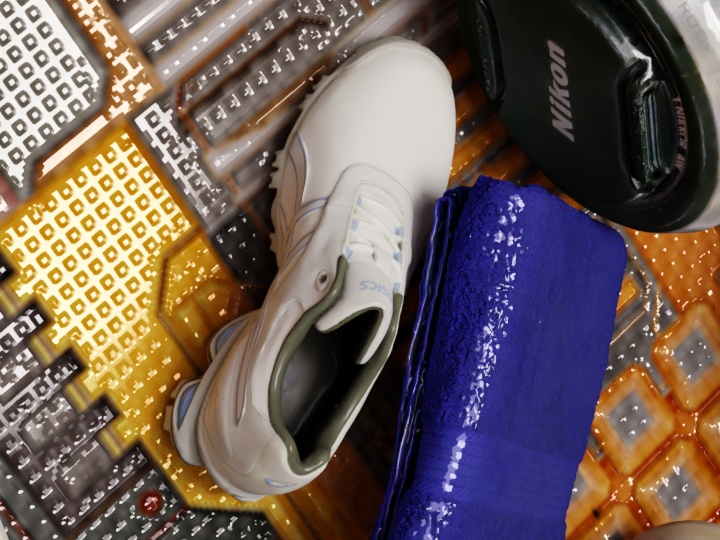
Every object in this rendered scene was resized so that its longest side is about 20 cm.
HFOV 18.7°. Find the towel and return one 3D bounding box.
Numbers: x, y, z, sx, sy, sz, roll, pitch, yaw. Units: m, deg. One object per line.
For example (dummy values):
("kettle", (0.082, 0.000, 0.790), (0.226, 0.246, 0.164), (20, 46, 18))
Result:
("towel", (0.052, 0.068, 0.903), (0.147, 0.049, 0.202), (23, 81, -65))

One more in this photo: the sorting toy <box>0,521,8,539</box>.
("sorting toy", (-0.196, 0.134, 0.779), (0.198, 0.107, 0.182), (-6, 89, -27))

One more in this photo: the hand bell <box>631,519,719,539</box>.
("hand bell", (0.083, 0.139, 0.874), (0.199, 0.104, 0.105), (20, 83, -51))

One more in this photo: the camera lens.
("camera lens", (0.150, -0.124, 0.900), (0.199, 0.160, 0.161), (-36, 108, -24))

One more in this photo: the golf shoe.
("golf shoe", (0.000, 0.000, 0.869), (0.078, 0.097, 0.202), (26, 79, -24))
